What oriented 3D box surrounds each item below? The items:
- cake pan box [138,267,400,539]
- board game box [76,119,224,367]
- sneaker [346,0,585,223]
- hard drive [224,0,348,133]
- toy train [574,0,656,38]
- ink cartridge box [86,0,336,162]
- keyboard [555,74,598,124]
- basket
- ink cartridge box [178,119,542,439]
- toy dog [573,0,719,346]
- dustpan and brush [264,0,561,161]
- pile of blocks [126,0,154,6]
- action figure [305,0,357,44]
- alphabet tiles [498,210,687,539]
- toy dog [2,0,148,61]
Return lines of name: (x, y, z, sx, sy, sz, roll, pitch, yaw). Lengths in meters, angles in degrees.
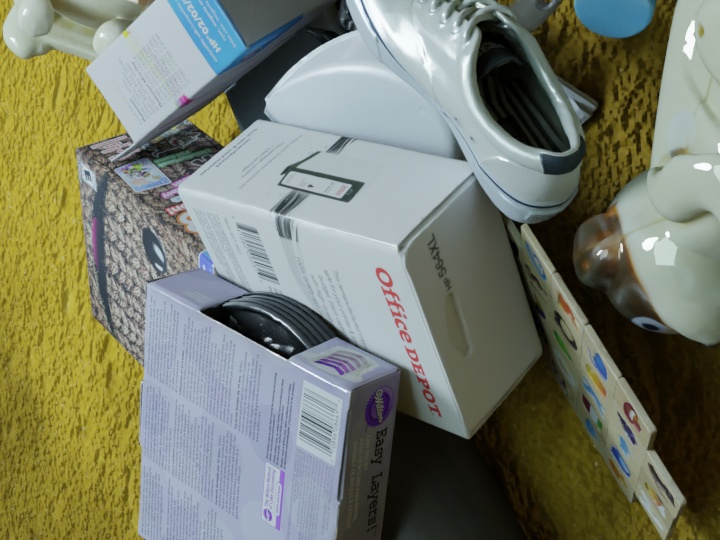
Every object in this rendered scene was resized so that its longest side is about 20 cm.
cake pan box: (-0.065, 0.115, 0.848, 0.183, 0.052, 0.202, 22, 117, 36)
board game box: (-0.121, 0.003, 1.028, 0.200, 0.096, 0.161, 36, 137, 41)
sneaker: (0.061, -0.123, 0.737, 0.201, 0.073, 0.071, 53, 155, 15)
hard drive: (-0.031, -0.109, 1.001, 0.139, 0.033, 0.202, -40, 66, 42)
toy train: (0.081, -0.202, 0.747, 0.198, 0.116, 0.085, 19, 143, 4)
ink cartridge box: (-0.113, -0.161, 0.960, 0.199, 0.115, 0.068, -29, 98, 48)
keyboard: (0.068, -0.065, 0.890, 0.200, 0.056, 0.011, -40, 25, 41)
basket: (0.044, 0.198, 0.891, 0.201, 0.135, 0.181, 54, 125, 23)
ink cartridge box: (0.000, 0.000, 0.836, 0.199, 0.084, 0.147, 17, 140, 43)
toy dog: (0.187, -0.056, 0.693, 0.194, 0.138, 0.202, 48, 128, 42)
dustpan and brush: (0.047, -0.110, 0.833, 0.140, 0.057, 0.200, 47, 139, -9)
pile of blocks: (-0.100, -0.250, 0.981, 0.062, 0.201, 0.082, 19, 151, 19)
action figure: (0.033, -0.186, 0.867, 0.118, 0.102, 0.202, 17, 106, 0)
alphabet tiles: (0.129, 0.059, 0.789, 0.201, 0.006, 0.167, 61, 175, 23)
toy dog: (-0.191, -0.248, 1.055, 0.195, 0.139, 0.200, -63, 4, -15)
